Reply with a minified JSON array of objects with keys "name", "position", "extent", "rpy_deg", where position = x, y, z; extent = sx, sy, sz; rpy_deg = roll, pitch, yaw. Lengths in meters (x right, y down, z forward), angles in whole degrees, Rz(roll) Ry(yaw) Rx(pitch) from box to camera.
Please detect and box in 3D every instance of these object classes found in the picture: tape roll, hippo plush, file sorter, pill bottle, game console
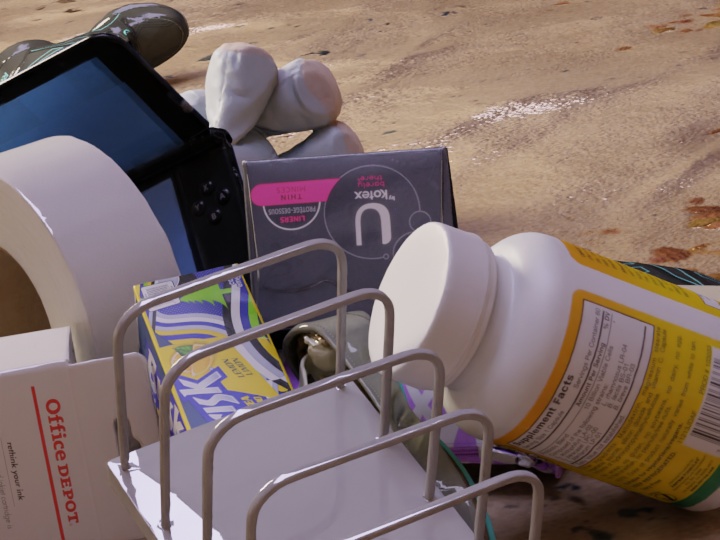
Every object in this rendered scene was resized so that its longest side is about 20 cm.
[{"name":"tape roll","position":[-0.185,0.023,1.578],"extent":[0.071,0.203,0.202],"rpy_deg":[-22,21,-34]},{"name":"hippo plush","position":[-0.100,-0.066,1.996],"extent":[0.161,0.159,0.200],"rpy_deg":[-14,47,60]},{"name":"file sorter","position":[-0.019,0.097,1.244],"extent":[0.139,0.125,0.200],"rpy_deg":[-19,45,-22]},{"name":"pill bottle","position":[0.111,0.046,1.359],"extent":[0.200,0.113,0.113],"rpy_deg":[20,7,-22]},{"name":"game console","position":[-0.184,-0.031,1.670],"extent":[0.200,0.171,0.118],"rpy_deg":[-24,-17,27]}]

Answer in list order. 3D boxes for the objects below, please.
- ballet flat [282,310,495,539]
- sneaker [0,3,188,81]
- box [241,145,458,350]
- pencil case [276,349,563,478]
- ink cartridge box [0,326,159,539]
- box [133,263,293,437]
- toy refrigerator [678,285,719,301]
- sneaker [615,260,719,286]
[{"name":"ballet flat","position":[0.008,0.098,1.381],"extent":[0.064,0.067,0.200],"rpy_deg":[-6,40,-20]},{"name":"sneaker","position":[-0.259,-0.202,2.569],"extent":[0.200,0.075,0.079],"rpy_deg":[-21,29,-10]},{"name":"box","position":[0.000,0.000,1.569],"extent":[0.122,0.106,0.200],"rpy_deg":[-4,-11,2]},{"name":"pencil case","position":[0.028,0.083,1.487],"extent":[0.200,0.084,0.086],"rpy_deg":[-4,55,20]},{"name":"ink cartridge box","position":[-0.211,0.103,1.474],"extent":[0.200,0.115,0.068],"rpy_deg":[-9,18,-3]},{"name":"box","position":[-0.067,0.087,1.403],"extent":[0.064,0.070,0.200],"rpy_deg":[-12,42,-12]},{"name":"toy refrigerator","position":[0.187,0.054,1.494],"extent":[0.200,0.076,0.070],"rpy_deg":[1,20,29]},{"name":"sneaker","position":[0.170,0.031,1.615],"extent":[0.200,0.075,0.079],"rpy_deg":[17,19,40]}]
